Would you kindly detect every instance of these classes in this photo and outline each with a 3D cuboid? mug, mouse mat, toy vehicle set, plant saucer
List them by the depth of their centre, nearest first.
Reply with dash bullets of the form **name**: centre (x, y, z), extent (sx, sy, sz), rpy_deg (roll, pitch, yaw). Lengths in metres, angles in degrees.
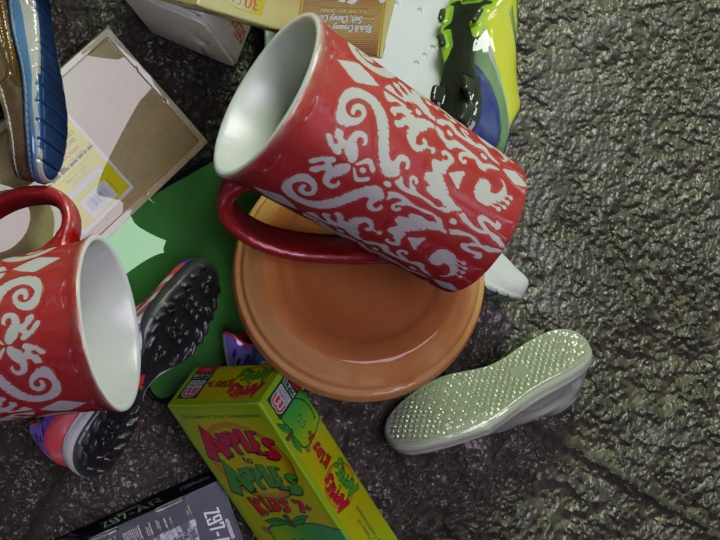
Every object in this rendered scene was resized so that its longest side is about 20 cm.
- **mug**: centre (0.001, -0.075, 1.482), extent (0.199, 0.177, 0.134), rpy_deg (29, 67, -22)
- **mug**: centre (-0.278, 0.042, 1.526), extent (0.198, 0.178, 0.134), rpy_deg (-10, 129, 11)
- **plant saucer**: centre (0.000, 0.000, 1.560), extent (0.198, 0.037, 0.202), rpy_deg (2, 72, -5)
- **toy vehicle set**: centre (-0.234, -0.082, 1.605), extent (0.200, 0.026, 0.124), rpy_deg (-44, 104, -14)
- **mouse mat**: centre (-0.122, -0.004, 1.667), extent (0.199, 0.008, 0.162), rpy_deg (-30, 103, -18)

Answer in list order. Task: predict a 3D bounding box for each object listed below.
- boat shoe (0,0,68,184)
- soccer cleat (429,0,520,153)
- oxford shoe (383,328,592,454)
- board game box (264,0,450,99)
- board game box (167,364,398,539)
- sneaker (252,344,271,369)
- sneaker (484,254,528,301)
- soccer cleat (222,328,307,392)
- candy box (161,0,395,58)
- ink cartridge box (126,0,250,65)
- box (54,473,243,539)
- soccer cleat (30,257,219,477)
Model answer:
- **boat shoe**: centre (-0.273, -0.158, 1.557), extent (0.072, 0.072, 0.202), rpy_deg (-10, 72, 7)
- **soccer cleat**: centre (0.105, -0.172, 1.681), extent (0.084, 0.064, 0.201), rpy_deg (40, 52, -40)
- **oxford shoe**: centre (0.114, 0.116, 1.738), extent (0.199, 0.075, 0.058), rpy_deg (-24, 137, -17)
- **board game box**: centre (0.013, -0.139, 1.668), extent (0.198, 0.026, 0.202), rpy_deg (4, 70, -21)
- **board game box**: centre (-0.061, 0.165, 1.621), extent (0.048, 0.101, 0.201), rpy_deg (-55, 127, -37)
- **sneaker**: centre (-0.017, -0.009, 1.615), extent (0.198, 0.081, 0.116), rpy_deg (-26, 84, -13)
- **sneaker**: centre (0.072, -0.045, 1.708), extent (0.200, 0.074, 0.087), rpy_deg (38, 75, -19)
- **soccer cleat**: centre (-0.022, 0.040, 1.673), extent (0.199, 0.068, 0.074), rpy_deg (-30, 111, -16)
- **candy box**: centre (-0.053, -0.235, 1.501), extent (0.199, 0.055, 0.116), rpy_deg (9, 96, -47)
- **ink cartridge box**: centre (-0.109, -0.280, 1.575), extent (0.082, 0.147, 0.201), rpy_deg (21, 84, 9)
- **box**: centre (-0.157, 0.289, 1.649), extent (0.159, 0.043, 0.201), rpy_deg (-24, 101, -19)
- **soccer cleat**: centre (-0.188, 0.067, 1.605), extent (0.201, 0.073, 0.068), rpy_deg (-57, 142, -15)
